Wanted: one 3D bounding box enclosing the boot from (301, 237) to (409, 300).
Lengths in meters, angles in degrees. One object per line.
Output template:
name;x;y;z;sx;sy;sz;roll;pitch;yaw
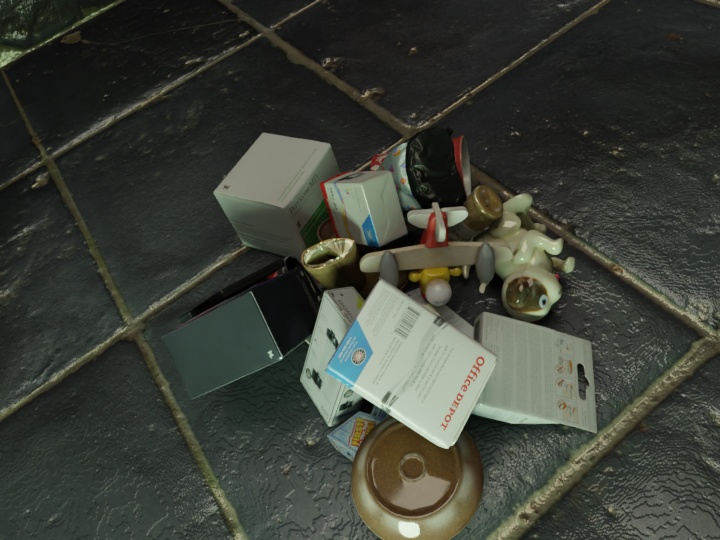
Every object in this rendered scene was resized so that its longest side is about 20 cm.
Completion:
boot;0.000;0.000;1.086;0.173;0.201;0.067;-24;62;0

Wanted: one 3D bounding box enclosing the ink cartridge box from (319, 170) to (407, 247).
ink cartridge box;-0.006;-0.115;1.080;0.067;0.118;0.199;-25;18;-25

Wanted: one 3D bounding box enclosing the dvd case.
dvd case;-0.238;0.041;1.091;0.142;0.018;0.199;-32;4;-41

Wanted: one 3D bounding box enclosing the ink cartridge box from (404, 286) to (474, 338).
ink cartridge box;0.091;0.123;1.028;0.194;0.044;0.200;-22;38;-25

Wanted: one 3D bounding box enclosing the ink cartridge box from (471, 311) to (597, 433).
ink cartridge box;0.276;0.167;0.953;0.197;0.047;0.162;15;58;-8

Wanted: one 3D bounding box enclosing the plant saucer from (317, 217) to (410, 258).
plant saucer;0.011;-0.073;1.209;0.197;0.037;0.201;-4;29;2

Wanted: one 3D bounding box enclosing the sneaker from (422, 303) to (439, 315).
sneaker;0.119;0.092;0.972;0.198;0.071;0.093;20;38;32

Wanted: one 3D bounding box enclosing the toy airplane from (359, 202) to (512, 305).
toy airplane;0.128;-0.014;0.994;0.199;0.198;0.143;-29;53;37

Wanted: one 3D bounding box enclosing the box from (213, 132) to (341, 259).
box;-0.163;-0.161;1.284;0.197;0.172;0.200;15;57;29

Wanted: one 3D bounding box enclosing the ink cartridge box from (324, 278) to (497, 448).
ink cartridge box;0.069;0.132;0.840;0.198;0.086;0.148;33;75;0

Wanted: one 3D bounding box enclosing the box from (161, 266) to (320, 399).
box;-0.192;0.100;1.021;0.198;0.125;0.198;-26;3;21

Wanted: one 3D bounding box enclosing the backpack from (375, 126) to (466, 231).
backpack;0.095;-0.151;1.087;0.125;0.200;0.170;3;72;-21

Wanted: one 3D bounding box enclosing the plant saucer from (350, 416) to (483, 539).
plant saucer;0.078;0.290;0.861;0.197;0.037;0.203;-8;51;10

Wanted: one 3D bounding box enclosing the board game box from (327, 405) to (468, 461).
board game box;0.058;0.260;0.954;0.197;0.062;0.202;12;57;24

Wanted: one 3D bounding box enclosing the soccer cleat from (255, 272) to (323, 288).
soccer cleat;-0.119;0.016;1.203;0.197;0.085;0.070;-18;83;-21

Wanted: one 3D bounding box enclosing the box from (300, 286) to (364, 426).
box;-0.032;0.143;0.985;0.059;0.202;0.117;-8;39;-34

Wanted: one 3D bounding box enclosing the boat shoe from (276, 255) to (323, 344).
boat shoe;-0.098;0.061;1.110;0.072;0.063;0.202;-25;78;-21

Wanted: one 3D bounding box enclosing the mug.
mug;0.123;-0.199;1.246;0.197;0.136;0.178;-4;16;19

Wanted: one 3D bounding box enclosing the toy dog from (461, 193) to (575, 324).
toy dog;0.280;-0.005;1.052;0.191;0.140;0.202;-22;49;9

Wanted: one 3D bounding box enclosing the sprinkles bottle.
sprinkles bottle;0.177;-0.075;1.104;0.067;0.200;0.069;17;54;-24
